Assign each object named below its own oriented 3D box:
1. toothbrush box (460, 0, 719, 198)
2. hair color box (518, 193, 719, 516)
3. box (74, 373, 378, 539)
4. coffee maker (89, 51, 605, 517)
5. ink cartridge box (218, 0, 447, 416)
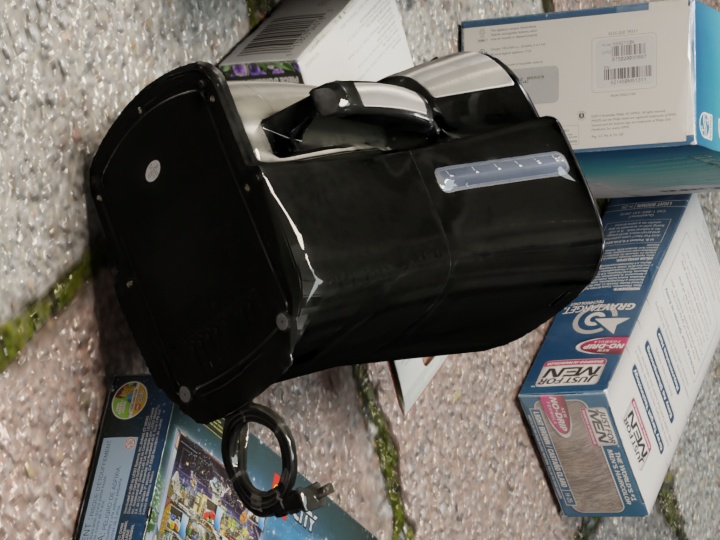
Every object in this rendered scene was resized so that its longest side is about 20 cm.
[{"bbox_3d":[0.165,-0.096,1.548,0.200,0.146,0.086,12,77,-60],"label":"toothbrush box"},{"bbox_3d":[0.165,0.048,1.622,0.200,0.060,0.100,-61,138,-46],"label":"hair color box"},{"bbox_3d":[-0.062,0.150,1.214,0.200,0.038,0.137,45,48,-51],"label":"box"},{"bbox_3d":[0.000,0.000,1.184,0.200,0.135,0.193,-7,92,-43],"label":"coffee maker"},{"bbox_3d":[-0.002,-0.038,1.334,0.109,0.050,0.200,-51,131,-51],"label":"ink cartridge box"}]
